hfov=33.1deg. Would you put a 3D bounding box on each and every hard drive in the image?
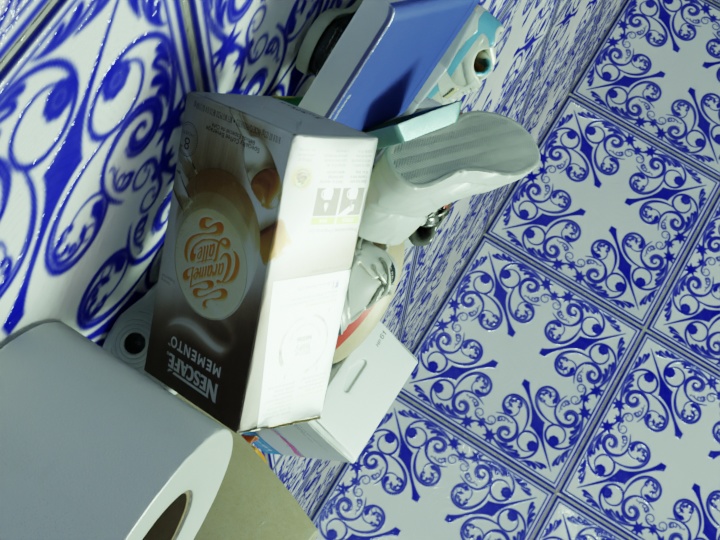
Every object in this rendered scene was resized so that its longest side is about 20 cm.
[{"bbox_3d":[0.022,-0.161,0.934,0.133,0.025,0.200,-55,170,27],"label":"hard drive"}]

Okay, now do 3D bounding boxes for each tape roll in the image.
[{"bbox_3d":[-0.193,0.154,0.784,0.204,0.138,0.203,-57,171,-14],"label":"tape roll"}]

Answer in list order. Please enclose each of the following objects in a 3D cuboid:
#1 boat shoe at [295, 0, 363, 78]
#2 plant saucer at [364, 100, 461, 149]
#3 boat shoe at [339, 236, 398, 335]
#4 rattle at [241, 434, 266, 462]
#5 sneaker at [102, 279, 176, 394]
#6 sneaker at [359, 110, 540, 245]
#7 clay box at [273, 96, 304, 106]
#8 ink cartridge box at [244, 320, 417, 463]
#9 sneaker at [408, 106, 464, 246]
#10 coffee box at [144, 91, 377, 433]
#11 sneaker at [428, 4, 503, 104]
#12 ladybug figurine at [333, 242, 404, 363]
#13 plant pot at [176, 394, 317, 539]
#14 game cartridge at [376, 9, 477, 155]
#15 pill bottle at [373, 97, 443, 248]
[{"bbox_3d":[0.014,-0.198,1.040,0.075,0.066,0.199,-64,170,25],"label":"boat shoe"},{"bbox_3d":[0.008,-0.112,1.024,0.069,0.019,0.199,-24,-172,-28],"label":"plant saucer"},{"bbox_3d":[0.000,0.000,1.110,0.201,0.069,0.072,-76,167,-67],"label":"boat shoe"},{"bbox_3d":[-0.133,0.181,1.280,0.200,0.128,0.145,-53,156,-60],"label":"rattle"},{"bbox_3d":[-0.133,0.039,0.957,0.202,0.072,0.112,-59,169,-14],"label":"sneaker"},{"bbox_3d":[0.070,-0.084,1.128,0.198,0.074,0.116,-13,159,-39],"label":"sneaker"},{"bbox_3d":[-0.059,-0.046,1.020,0.200,0.047,0.117,95,-6,-68],"label":"clay box"},{"bbox_3d":[-0.048,0.134,1.374,0.199,0.085,0.145,-8,-138,57],"label":"ink cartridge box"},{"bbox_3d":[0.073,-0.089,1.207,0.201,0.076,0.083,90,-5,-65],"label":"sneaker"},{"bbox_3d":[-0.071,-0.008,0.820,0.079,0.114,0.203,-5,112,-45],"label":"coffee box"},{"bbox_3d":[0.107,-0.230,1.408,0.077,0.080,0.201,-56,171,-29],"label":"sneaker"},{"bbox_3d":[-0.032,0.010,1.287,0.072,0.135,0.202,24,94,-52],"label":"ladybug figurine"},{"bbox_3d":[-0.142,0.209,1.040,0.189,0.198,0.188,-58,171,-14],"label":"plant pot"},{"bbox_3d":[0.033,-0.167,1.150,0.200,0.040,0.134,-46,-164,47],"label":"game cartridge"},{"bbox_3d":[0.052,-0.104,1.398,0.113,0.111,0.201,-55,170,-23],"label":"pill bottle"}]
